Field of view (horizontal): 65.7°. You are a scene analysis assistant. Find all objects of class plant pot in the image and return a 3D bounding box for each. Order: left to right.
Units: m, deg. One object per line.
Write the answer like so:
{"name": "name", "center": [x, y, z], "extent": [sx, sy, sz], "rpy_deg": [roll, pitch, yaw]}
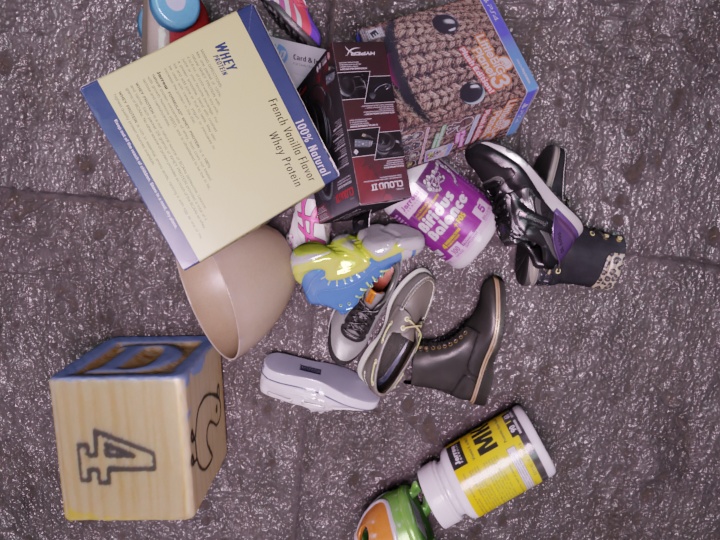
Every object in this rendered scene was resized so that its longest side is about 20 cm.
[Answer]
{"name": "plant pot", "center": [-0.169, 0.006, 0.814], "extent": [0.132, 0.198, 0.207], "rpy_deg": [-25, 100, -31]}

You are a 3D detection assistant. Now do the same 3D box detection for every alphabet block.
{"name": "alphabet block", "center": [-0.318, 0.224, 0.836], "extent": [0.188, 0.196, 0.209], "rpy_deg": [-1, 101, 3]}

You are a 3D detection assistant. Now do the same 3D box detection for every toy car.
{"name": "toy car", "center": [-0.205, -0.292, 0.784], "extent": [0.193, 0.183, 0.184], "rpy_deg": [1, 100, -29]}

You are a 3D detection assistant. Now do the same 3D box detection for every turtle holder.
{"name": "turtle holder", "center": [0.066, 0.434, 0.903], "extent": [0.128, 0.186, 0.145], "rpy_deg": [-25, 66, 4]}

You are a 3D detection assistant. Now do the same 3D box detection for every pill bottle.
{"name": "pill bottle", "center": [0.100, -0.106, 0.814], "extent": [0.198, 0.112, 0.114], "rpy_deg": [37, 98, -5]}
{"name": "pill bottle", "center": [0.195, 0.312, 0.880], "extent": [0.196, 0.114, 0.117], "rpy_deg": [-31, 98, 5]}

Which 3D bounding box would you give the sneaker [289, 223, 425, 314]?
{"name": "sneaker", "center": [0.000, 0.000, 0.799], "extent": [0.192, 0.076, 0.109], "rpy_deg": [-8, 117, 6]}

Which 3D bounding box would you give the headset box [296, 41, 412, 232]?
{"name": "headset box", "center": [-0.012, -0.154, 0.702], "extent": [0.075, 0.148, 0.208], "rpy_deg": [-9, 91, -23]}

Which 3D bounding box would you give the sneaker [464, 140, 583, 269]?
{"name": "sneaker", "center": [0.207, -0.084, 0.748], "extent": [0.198, 0.076, 0.088], "rpy_deg": [40, 81, -6]}

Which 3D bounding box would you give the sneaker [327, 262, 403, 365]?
{"name": "sneaker", "center": [0.002, 0.055, 0.859], "extent": [0.072, 0.079, 0.205], "rpy_deg": [25, 100, -5]}

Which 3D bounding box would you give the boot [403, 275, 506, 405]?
{"name": "boot", "center": [0.147, 0.103, 0.869], "extent": [0.133, 0.077, 0.208], "rpy_deg": [9, 99, 4]}

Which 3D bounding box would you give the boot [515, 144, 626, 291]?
{"name": "boot", "center": [0.322, -0.072, 0.839], "extent": [0.148, 0.074, 0.212], "rpy_deg": [7, 99, -5]}

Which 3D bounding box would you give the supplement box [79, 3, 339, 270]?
{"name": "supplement box", "center": [-0.162, -0.140, 0.631], "extent": [0.196, 0.134, 0.205], "rpy_deg": [-32, 101, -14]}

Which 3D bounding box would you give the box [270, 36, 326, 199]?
{"name": "box", "center": [-0.070, -0.206, 0.782], "extent": [0.150, 0.041, 0.209], "rpy_deg": [4, 83, -25]}

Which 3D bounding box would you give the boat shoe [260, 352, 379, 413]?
{"name": "boat shoe", "center": [-0.066, 0.191, 0.894], "extent": [0.193, 0.074, 0.067], "rpy_deg": [19, 115, 1]}

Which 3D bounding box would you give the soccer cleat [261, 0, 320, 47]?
{"name": "soccer cleat", "center": [-0.117, -0.405, 0.792], "extent": [0.073, 0.068, 0.200], "rpy_deg": [-43, 94, 3]}

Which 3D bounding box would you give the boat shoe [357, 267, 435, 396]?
{"name": "boat shoe", "center": [0.065, 0.097, 0.862], "extent": [0.071, 0.060, 0.206], "rpy_deg": [24, 98, -29]}

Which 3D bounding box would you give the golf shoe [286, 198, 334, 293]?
{"name": "golf shoe", "center": [-0.080, -0.061, 0.843], "extent": [0.089, 0.073, 0.207], "rpy_deg": [-15, 99, 3]}

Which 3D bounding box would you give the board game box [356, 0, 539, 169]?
{"name": "board game box", "center": [0.107, -0.250, 0.746], "extent": [0.194, 0.097, 0.164], "rpy_deg": [-20, 73, -10]}
